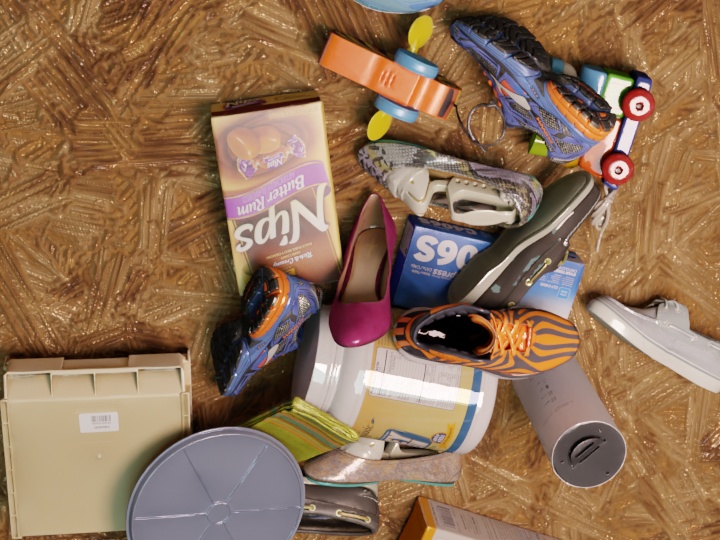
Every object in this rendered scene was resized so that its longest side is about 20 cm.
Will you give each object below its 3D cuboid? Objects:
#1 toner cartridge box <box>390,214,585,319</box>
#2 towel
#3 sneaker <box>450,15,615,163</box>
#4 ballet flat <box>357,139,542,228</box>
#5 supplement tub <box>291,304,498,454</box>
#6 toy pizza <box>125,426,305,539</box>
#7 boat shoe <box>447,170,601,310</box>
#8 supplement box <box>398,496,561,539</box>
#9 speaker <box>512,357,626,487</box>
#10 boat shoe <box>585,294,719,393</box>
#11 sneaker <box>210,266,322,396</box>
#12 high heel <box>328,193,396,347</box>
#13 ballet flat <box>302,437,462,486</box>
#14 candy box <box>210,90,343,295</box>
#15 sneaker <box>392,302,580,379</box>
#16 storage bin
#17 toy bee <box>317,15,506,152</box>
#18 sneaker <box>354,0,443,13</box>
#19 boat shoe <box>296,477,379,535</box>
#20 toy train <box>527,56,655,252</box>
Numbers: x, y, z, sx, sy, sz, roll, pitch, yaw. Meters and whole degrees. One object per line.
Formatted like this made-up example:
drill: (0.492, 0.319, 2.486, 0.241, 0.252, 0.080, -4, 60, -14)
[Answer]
toner cartridge box: (0.138, 0.008, 1.470, 0.200, 0.043, 0.095, 12, 109, -12)
towel: (-0.086, 0.186, 1.450, 0.086, 0.018, 0.200, 33, 147, -18)
sneaker: (0.161, -0.184, 1.345, 0.200, 0.075, 0.078, 46, 127, 16)
ballet flat: (0.088, -0.085, 1.383, 0.200, 0.072, 0.072, 13, 109, 8)
supplement tub: (0.036, 0.114, 1.442, 0.200, 0.145, 0.145, 11, 109, -11)
toy pizza: (-0.157, 0.256, 1.439, 0.200, 0.032, 0.201, -8, 113, -20)
boat shoe: (0.182, -0.021, 1.408, 0.061, 0.072, 0.201, 40, 106, -22)
supplement box: (0.139, 0.364, 1.588, 0.200, 0.074, 0.126, 20, 106, -14)
speaker: (0.224, 0.154, 1.451, 0.081, 0.200, 0.081, -2, 111, -6)
boat shoe: (0.347, 0.067, 1.513, 0.201, 0.070, 0.072, 29, 93, -20)
sneaker: (-0.101, 0.074, 1.422, 0.078, 0.075, 0.200, 6, 143, -29)
high heel: (0.000, 0.000, 1.370, 0.067, 0.200, 0.096, -3, 116, 6)
ballet flat: (0.028, 0.206, 1.511, 0.200, 0.068, 0.067, 4, 106, -30)
candy box: (-0.087, -0.081, 1.401, 0.116, 0.056, 0.200, -9, 113, -4)
sneaker: (0.138, 0.072, 1.338, 0.200, 0.112, 0.078, 0, 87, -12)
storage bin: (-0.284, 0.184, 1.455, 0.200, 0.094, 0.199, -1, 110, -7)
toy bee: (0.056, -0.181, 1.369, 0.131, 0.109, 0.200, -43, 85, 18)
sneaker: (-0.005, -0.299, 1.310, 0.200, 0.090, 0.079, 15, 108, -14)
boat shoe: (-0.078, 0.273, 1.515, 0.201, 0.061, 0.072, -1, 144, -7)
toy train: (0.230, -0.124, 1.417, 0.115, 0.085, 0.200, 15, 108, -2)
